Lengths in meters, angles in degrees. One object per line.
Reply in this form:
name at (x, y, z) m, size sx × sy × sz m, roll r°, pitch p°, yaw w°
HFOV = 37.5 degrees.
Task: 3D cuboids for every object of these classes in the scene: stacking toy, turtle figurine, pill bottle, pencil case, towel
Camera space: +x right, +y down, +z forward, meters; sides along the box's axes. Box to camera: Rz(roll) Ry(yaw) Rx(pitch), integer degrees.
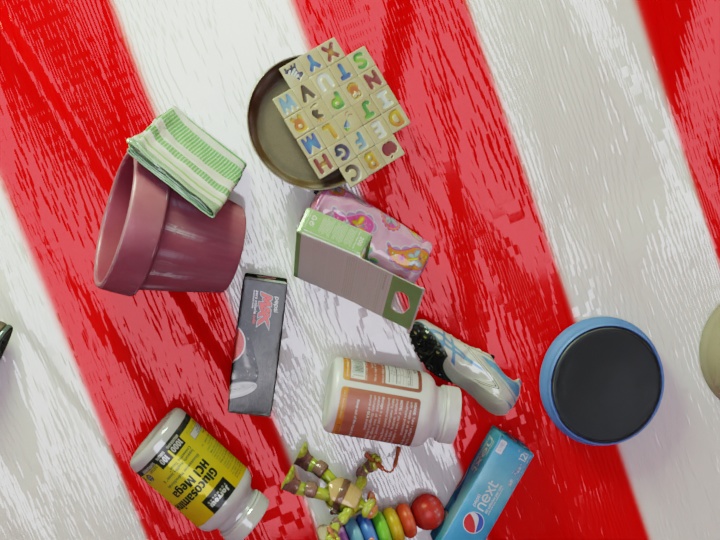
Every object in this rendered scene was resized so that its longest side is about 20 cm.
stacking toy at (0.036, 0.397, 1.626) m, size 0.197 × 0.085 × 0.087 m, roll -21°, pitch 98°, yaw -10°
turtle figurine at (-0.030, 0.327, 1.603) m, size 0.159 × 0.065 × 0.202 m, roll 29°, pitch 59°, yaw 3°
pill bottle at (-0.234, 0.308, 1.567) m, size 0.200 × 0.112 × 0.113 m, roll 43°, pitch 91°, yaw -8°
pencil case at (0.009, -0.050, 1.569) m, size 0.198 × 0.087 × 0.089 m, roll 29°, pitch 93°, yaw -7°
towel at (-0.237, -0.157, 1.476) m, size 0.152 × 0.201 × 0.023 m, roll 39°, pitch 111°, yaw -9°
pill bottle at (0.047, 0.201, 1.582) m, size 0.196 × 0.112 × 0.115 m, roll 11°, pitch 95°, yaw -6°

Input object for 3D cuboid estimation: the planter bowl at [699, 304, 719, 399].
planter bowl at (0.638, 0.133, 1.618) m, size 0.196 × 0.135 × 0.205 m, roll 0°, pitch 96°, yaw -5°

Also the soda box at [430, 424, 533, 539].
soda box at (0.185, 0.347, 1.632) m, size 0.063 × 0.068 × 0.202 m, roll 30°, pitch 93°, yaw -7°

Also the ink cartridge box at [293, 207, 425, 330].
ink cartridge box at (0.000, 0.000, 1.520) m, size 0.197 × 0.146 × 0.049 m, roll 23°, pitch 63°, yaw 5°

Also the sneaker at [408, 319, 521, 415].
sneaker at (0.158, 0.139, 1.616) m, size 0.199 × 0.072 × 0.073 m, roll 39°, pitch 53°, yaw -1°

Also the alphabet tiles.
alphabet tiles at (-0.026, -0.230, 1.539) m, size 0.165 × 0.006 × 0.202 m, roll -31°, pitch 89°, yaw -16°

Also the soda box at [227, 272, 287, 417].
soda box at (-0.153, 0.110, 1.578) m, size 0.069 × 0.063 × 0.204 m, roll 7°, pitch 95°, yaw -6°

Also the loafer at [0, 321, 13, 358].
loafer at (-0.580, 0.154, 1.543) m, size 0.062 × 0.072 × 0.202 m, roll 31°, pitch 95°, yaw -2°

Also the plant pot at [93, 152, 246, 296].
plant pot at (-0.264, -0.052, 1.496) m, size 0.176 × 0.200 × 0.204 m, roll 14°, pitch 95°, yaw -22°

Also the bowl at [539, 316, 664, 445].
bowl at (0.378, 0.175, 1.646) m, size 0.196 × 0.039 × 0.205 m, roll -1°, pitch 96°, yaw -5°

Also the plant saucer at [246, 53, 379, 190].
plant saucer at (-0.070, -0.213, 1.545) m, size 0.196 × 0.032 × 0.205 m, roll 2°, pitch 81°, yaw -11°
